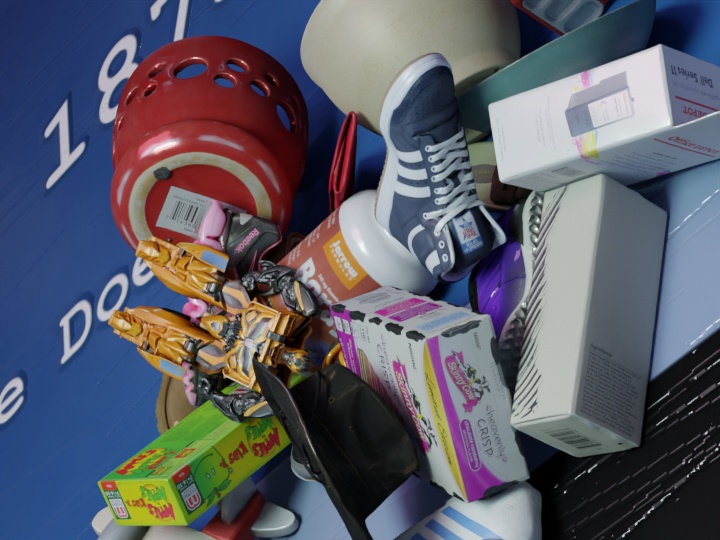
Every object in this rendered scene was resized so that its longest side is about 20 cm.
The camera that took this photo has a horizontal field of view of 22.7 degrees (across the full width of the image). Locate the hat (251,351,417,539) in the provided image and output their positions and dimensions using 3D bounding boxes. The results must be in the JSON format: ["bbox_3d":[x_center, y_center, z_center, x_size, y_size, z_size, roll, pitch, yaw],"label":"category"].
[{"bbox_3d":[-0.007,0.134,1.405,0.081,0.201,0.201,-30,34,-9],"label":"hat"}]

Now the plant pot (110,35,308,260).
[{"bbox_3d":[-0.151,-0.107,1.783,0.200,0.200,0.183,-46,23,24],"label":"plant pot"}]

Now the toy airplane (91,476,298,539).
[{"bbox_3d":[-0.149,0.267,1.609,0.199,0.141,0.200,-27,56,18],"label":"toy airplane"}]

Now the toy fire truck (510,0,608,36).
[{"bbox_3d":[0.181,-0.280,1.494,0.168,0.200,0.112,-47,58,18],"label":"toy fire truck"}]

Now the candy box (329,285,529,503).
[{"bbox_3d":[0.051,0.094,1.435,0.200,0.061,0.137,14,121,67],"label":"candy box"}]

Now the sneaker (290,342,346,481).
[{"bbox_3d":[-0.007,0.103,1.589,0.200,0.077,0.078,-53,37,19],"label":"sneaker"}]

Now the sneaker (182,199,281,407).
[{"bbox_3d":[-0.120,0.037,1.701,0.079,0.095,0.201,-127,46,-70],"label":"sneaker"}]

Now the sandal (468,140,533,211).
[{"bbox_3d":[0.133,-0.088,1.544,0.200,0.057,0.080,-7,63,51],"label":"sandal"}]

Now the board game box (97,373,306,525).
[{"bbox_3d":[-0.131,0.160,1.630,0.101,0.048,0.200,-9,20,45],"label":"board game box"}]

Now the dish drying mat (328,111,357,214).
[{"bbox_3d":[-0.016,-0.089,1.670,0.200,0.018,0.077,88,-168,-82],"label":"dish drying mat"}]

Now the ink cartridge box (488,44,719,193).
[{"bbox_3d":[0.213,-0.116,1.372,0.199,0.117,0.068,-16,75,37],"label":"ink cartridge box"}]

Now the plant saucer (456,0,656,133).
[{"bbox_3d":[0.163,-0.162,1.483,0.200,0.200,0.036,-30,87,40],"label":"plant saucer"}]

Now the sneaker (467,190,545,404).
[{"bbox_3d":[0.125,0.033,1.474,0.099,0.069,0.201,-22,47,54],"label":"sneaker"}]

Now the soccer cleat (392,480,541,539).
[{"bbox_3d":[0.068,0.222,1.426,0.199,0.070,0.087,-25,35,39],"label":"soccer cleat"}]

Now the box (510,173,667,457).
[{"bbox_3d":[0.177,0.035,1.382,0.068,0.082,0.201,-18,53,48],"label":"box"}]

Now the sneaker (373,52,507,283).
[{"bbox_3d":[0.068,-0.074,1.429,0.109,0.070,0.201,49,153,30],"label":"sneaker"}]

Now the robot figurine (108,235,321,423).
[{"bbox_3d":[-0.128,0.048,1.598,0.199,0.058,0.146,23,93,34],"label":"robot figurine"}]

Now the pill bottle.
[{"bbox_3d":[0.000,0.000,1.616,0.200,0.112,0.113,-42,39,29],"label":"pill bottle"}]

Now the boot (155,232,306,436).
[{"bbox_3d":[-0.118,0.079,1.767,0.200,0.066,0.176,-39,42,29],"label":"boot"}]

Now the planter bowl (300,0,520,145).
[{"bbox_3d":[0.064,-0.188,1.609,0.200,0.200,0.135,-46,62,25],"label":"planter bowl"}]
